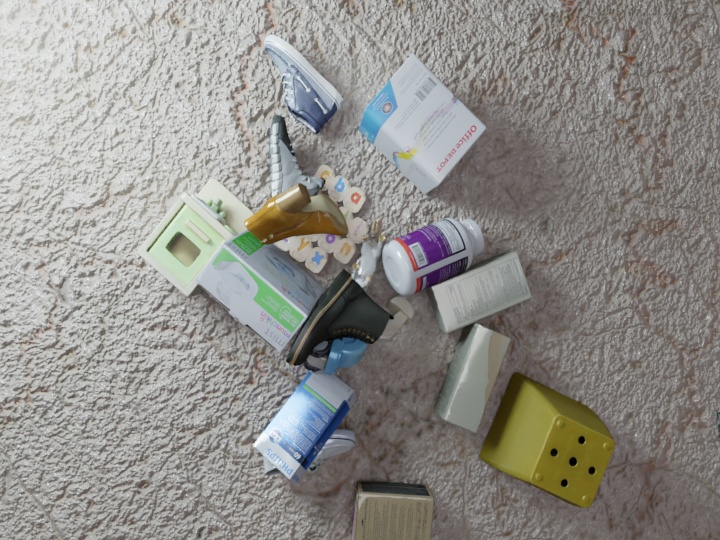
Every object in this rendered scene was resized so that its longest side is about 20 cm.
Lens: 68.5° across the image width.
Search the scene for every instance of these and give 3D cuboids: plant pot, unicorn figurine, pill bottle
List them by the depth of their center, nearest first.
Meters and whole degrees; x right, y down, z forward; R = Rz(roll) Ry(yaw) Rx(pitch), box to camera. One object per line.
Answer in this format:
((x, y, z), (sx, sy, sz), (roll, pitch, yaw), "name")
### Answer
((0.148, -0.034, 1.063), (0.195, 0.112, 0.116), (-22, 92, -18), "pill bottle")
((0.386, 0.353, 1.064), (0.195, 0.176, 0.205), (25, 88, -4), "plant pot")
((0.000, 0.000, 1.065), (0.073, 0.138, 0.201), (37, 72, 6), "unicorn figurine")

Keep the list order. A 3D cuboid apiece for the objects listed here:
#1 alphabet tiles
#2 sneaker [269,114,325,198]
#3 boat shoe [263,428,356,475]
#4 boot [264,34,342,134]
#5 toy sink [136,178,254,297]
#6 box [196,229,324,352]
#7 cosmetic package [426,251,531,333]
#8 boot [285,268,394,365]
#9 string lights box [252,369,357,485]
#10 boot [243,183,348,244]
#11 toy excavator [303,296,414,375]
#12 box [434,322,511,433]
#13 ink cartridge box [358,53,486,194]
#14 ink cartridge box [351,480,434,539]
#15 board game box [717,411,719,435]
((-0.084, -0.107, 1.102), (0.197, 0.015, 0.199), (33, 88, -4), "alphabet tiles")
((-0.126, -0.204, 1.061), (0.111, 0.075, 0.207), (-1, 100, -10), "sneaker")
((-0.101, 0.375, 1.066), (0.193, 0.075, 0.068), (-12, 49, 5), "boat shoe")
((-0.134, -0.375, 1.066), (0.199, 0.073, 0.091), (40, 81, -5), "boot")
((-0.312, -0.071, 1.033), (0.130, 0.112, 0.201), (40, 87, -4), "toy sink")
((-0.183, 0.031, 1.005), (0.199, 0.177, 0.097), (41, 104, -3), "box")
((0.243, 0.044, 1.102), (0.194, 0.071, 0.108), (-20, 92, -5), "cosmetic package")
((-0.032, 0.115, 0.958), (0.137, 0.077, 0.202), (38, 68, -5), "boot")
((-0.105, 0.295, 1.033), (0.101, 0.059, 0.201), (31, 69, 23), "string lights box")
((-0.123, -0.091, 1.036), (0.142, 0.200, 0.072), (-29, 61, 20), "boot")
((-0.001, 0.126, 1.058), (0.194, 0.101, 0.199), (19, 57, -3), "toy excavator")
((0.229, 0.216, 1.092), (0.076, 0.095, 0.205), (21, 90, -5), "box")
((0.118, -0.281, 1.053), (0.200, 0.146, 0.147), (43, 86, -4), "ink cartridge box")
((0.061, 0.550, 1.087), (0.159, 0.075, 0.207), (6, 90, -3), "ink cartridge box")
((0.878, 0.412, 1.181), (0.130, 0.029, 0.207), (-6, 91, -6), "board game box")
